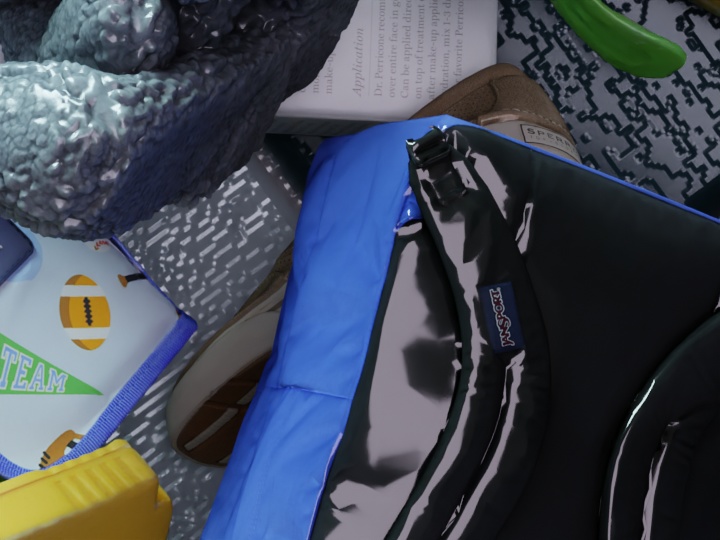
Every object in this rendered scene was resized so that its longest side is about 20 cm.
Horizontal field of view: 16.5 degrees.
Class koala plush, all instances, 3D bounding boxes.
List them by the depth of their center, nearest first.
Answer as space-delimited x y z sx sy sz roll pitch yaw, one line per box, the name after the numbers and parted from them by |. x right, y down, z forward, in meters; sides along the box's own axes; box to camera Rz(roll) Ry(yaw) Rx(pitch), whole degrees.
-0.108 -0.130 0.846 0.200 0.184 0.178 32 101 12 | koala plush

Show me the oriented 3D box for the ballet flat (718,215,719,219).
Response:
0.162 0.035 0.935 0.076 0.064 0.200 45 44 -27 | ballet flat

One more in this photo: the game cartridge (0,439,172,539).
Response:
-0.159 0.154 0.845 0.200 0.177 0.032 -22 51 -39 | game cartridge

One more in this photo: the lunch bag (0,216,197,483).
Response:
-0.182 0.036 0.888 0.170 0.124 0.200 44 87 -7 | lunch bag

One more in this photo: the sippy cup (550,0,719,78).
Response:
0.142 -0.163 0.971 0.130 0.140 0.178 36 101 -16 | sippy cup

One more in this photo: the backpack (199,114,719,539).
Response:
0.035 0.073 0.815 0.162 0.168 0.200 18 79 -19 | backpack

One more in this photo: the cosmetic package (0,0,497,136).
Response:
-0.051 -0.106 0.955 0.199 0.071 0.102 3 87 -10 | cosmetic package

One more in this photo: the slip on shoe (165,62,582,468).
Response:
0.000 0.000 0.935 0.076 0.061 0.200 22 125 -37 | slip on shoe
